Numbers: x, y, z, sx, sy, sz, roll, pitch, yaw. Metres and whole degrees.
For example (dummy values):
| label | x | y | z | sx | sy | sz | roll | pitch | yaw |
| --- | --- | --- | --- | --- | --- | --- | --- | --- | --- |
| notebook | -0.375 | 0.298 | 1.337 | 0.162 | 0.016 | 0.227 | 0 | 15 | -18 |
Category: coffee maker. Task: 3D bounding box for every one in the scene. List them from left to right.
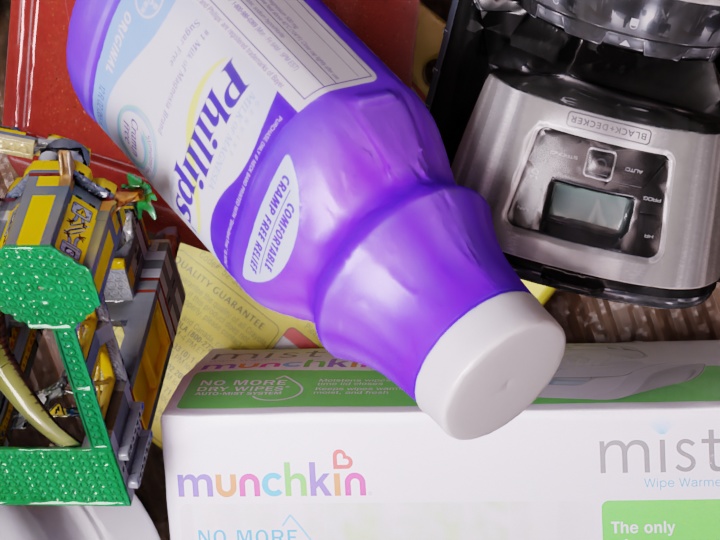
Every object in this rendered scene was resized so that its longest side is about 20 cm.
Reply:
| label | x | y | z | sx | sy | sz | roll | pitch | yaw |
| --- | --- | --- | --- | --- | --- | --- | --- | --- | --- |
| coffee maker | 0.102 | -0.104 | 0.847 | 0.134 | 0.192 | 0.201 | 22 | 110 | 24 |

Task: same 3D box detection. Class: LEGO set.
| label | x | y | z | sx | sy | sz | roll | pitch | yaw |
| --- | --- | --- | --- | --- | --- | --- | --- | --- | --- |
| LEGO set | -0.146 | -0.004 | 0.856 | 0.199 | 0.116 | 0.154 | -7 | 134 | 18 |

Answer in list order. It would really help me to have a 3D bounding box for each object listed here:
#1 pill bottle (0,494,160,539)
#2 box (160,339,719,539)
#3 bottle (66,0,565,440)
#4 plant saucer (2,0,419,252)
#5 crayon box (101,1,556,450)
| label | x | y | z | sx | sy | sz | roll | pitch | yaw |
| --- | --- | --- | --- | --- | --- | --- | --- | --- | --- |
| pill bottle | -0.169 | 0.132 | 0.877 | 0.112 | 0.200 | 0.112 | 26 | 123 | 49 |
| box | 0.040 | 0.119 | 0.908 | 0.199 | 0.097 | 0.177 | 0 | 103 | 9 |
| bottle | -0.015 | -0.030 | 0.795 | 0.200 | 0.065 | 0.084 | 48 | 134 | 30 |
| plant saucer | -0.063 | -0.104 | 0.906 | 0.200 | 0.037 | 0.200 | 19 | 108 | 43 |
| crayon box | 0.000 | 0.000 | 0.965 | 0.127 | 0.051 | 0.200 | 39 | 106 | 0 |
